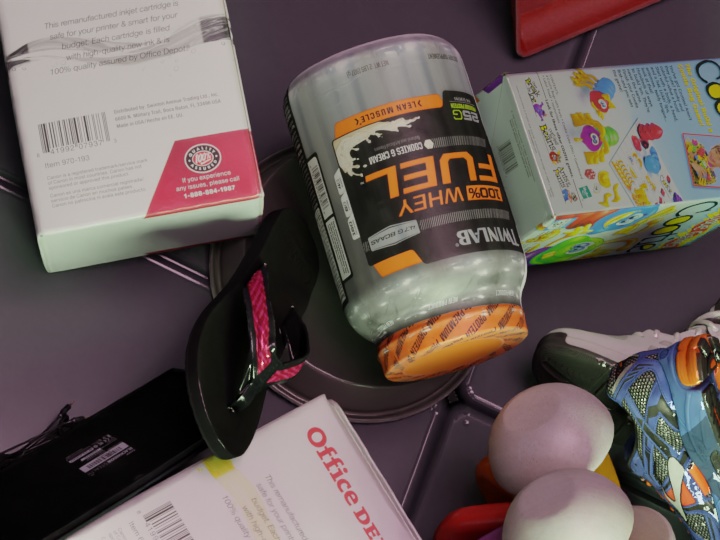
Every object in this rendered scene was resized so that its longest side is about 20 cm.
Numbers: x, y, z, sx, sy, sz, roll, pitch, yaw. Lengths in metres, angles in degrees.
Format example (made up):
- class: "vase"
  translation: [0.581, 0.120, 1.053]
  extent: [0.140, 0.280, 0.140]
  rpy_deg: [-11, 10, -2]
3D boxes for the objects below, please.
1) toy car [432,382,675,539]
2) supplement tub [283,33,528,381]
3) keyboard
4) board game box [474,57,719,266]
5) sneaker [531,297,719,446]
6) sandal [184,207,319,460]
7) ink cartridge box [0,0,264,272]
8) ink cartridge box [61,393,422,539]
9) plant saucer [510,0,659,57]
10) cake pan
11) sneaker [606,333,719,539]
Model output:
- class: "toy car"
  translation: [0.115, 0.185, 1.676]
  extent: [0.150, 0.175, 0.200]
  rpy_deg: [-23, 34, 11]
- class: "supplement tub"
  translation: [0.033, -0.038, 1.705]
  extent: [0.122, 0.123, 0.201]
  rpy_deg: [-12, 75, -23]
- class: "keyboard"
  translation: [-0.164, 0.124, 1.645]
  extent: [0.200, 0.040, 0.104]
  rpy_deg: [-30, 41, -35]
- class: "board game box"
  translation: [0.162, -0.072, 1.796]
  extent: [0.199, 0.103, 0.105]
  rpy_deg: [-7, 72, -35]
- class: "sneaker"
  translation: [0.211, 0.061, 1.816]
  extent: [0.200, 0.076, 0.116]
  rpy_deg: [22, 52, -13]
- class: "sandal"
  translation: [-0.057, 0.032, 1.650]
  extent: [0.075, 0.045, 0.200]
  rpy_deg: [60, 35, -32]
- class: "ink cartridge box"
  translation: [-0.151, -0.116, 1.713]
  extent: [0.145, 0.083, 0.201]
  rpy_deg: [-10, 74, -5]
- class: "ink cartridge box"
  translation: [-0.073, 0.189, 1.645]
  extent: [0.200, 0.083, 0.145]
  rpy_deg: [-27, 80, -26]
- class: "plant saucer"
  translation: [0.177, -0.272, 1.875]
  extent: [0.200, 0.200, 0.037]
  rpy_deg: [-24, 41, -25]
- class: "cake pan"
  translation: [0.000, 0.000, 1.769]
  extent: [0.200, 0.037, 0.201]
  rpy_deg: [7, 68, -18]
- class: "sneaker"
  translation: [0.214, 0.123, 1.748]
  extent: [0.075, 0.078, 0.200]
  rpy_deg: [-60, 140, -48]
